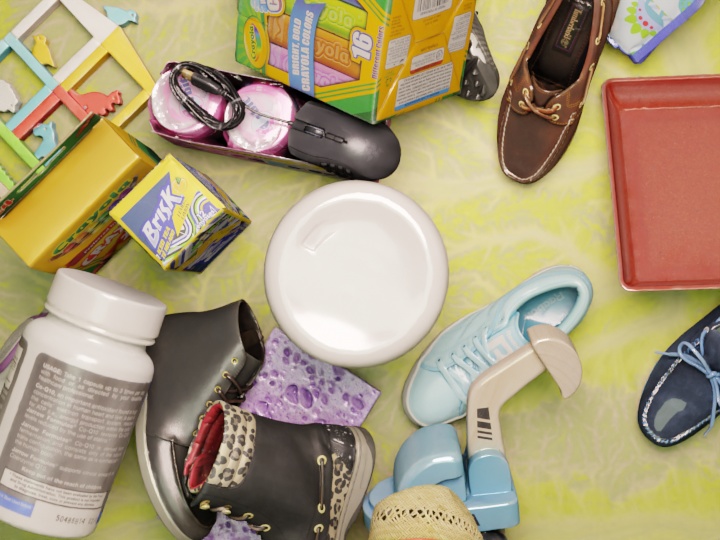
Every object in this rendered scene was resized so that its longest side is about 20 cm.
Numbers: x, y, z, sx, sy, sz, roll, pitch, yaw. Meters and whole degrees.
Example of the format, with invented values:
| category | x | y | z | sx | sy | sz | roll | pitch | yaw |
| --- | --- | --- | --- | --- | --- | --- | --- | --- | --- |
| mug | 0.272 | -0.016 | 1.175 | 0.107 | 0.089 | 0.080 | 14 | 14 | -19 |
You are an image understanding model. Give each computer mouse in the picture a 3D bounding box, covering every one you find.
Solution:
| category | x | y | z | sx | sy | sz | roll | pitch | yaw |
| --- | --- | --- | --- | --- | --- | --- | --- | --- | --- |
| computer mouse | -0.062 | -0.122 | 1.166 | 0.199 | 0.034 | 0.059 | 19 | 92 | 2 |

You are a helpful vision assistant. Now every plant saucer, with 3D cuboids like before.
| category | x | y | z | sx | sy | sz | roll | pitch | yaw |
| --- | --- | --- | --- | --- | --- | --- | --- | --- | --- |
| plant saucer | 0.310 | -0.072 | 1.238 | 0.199 | 0.037 | 0.201 | -2 | 68 | 2 |

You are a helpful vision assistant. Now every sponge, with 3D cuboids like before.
| category | x | y | z | sx | sy | sz | roll | pitch | yaw |
| --- | --- | --- | --- | --- | --- | --- | --- | --- | --- |
| sponge | -0.080 | 0.162 | 1.283 | 0.111 | 0.030 | 0.200 | 32 | 91 | 2 |

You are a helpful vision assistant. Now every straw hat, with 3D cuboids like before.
| category | x | y | z | sx | sy | sz | roll | pitch | yaw |
| --- | --- | --- | --- | --- | --- | --- | --- | --- | --- |
| straw hat | 0.051 | 0.215 | 1.137 | 0.200 | 0.201 | 0.085 | 3 | 54 | 2 |

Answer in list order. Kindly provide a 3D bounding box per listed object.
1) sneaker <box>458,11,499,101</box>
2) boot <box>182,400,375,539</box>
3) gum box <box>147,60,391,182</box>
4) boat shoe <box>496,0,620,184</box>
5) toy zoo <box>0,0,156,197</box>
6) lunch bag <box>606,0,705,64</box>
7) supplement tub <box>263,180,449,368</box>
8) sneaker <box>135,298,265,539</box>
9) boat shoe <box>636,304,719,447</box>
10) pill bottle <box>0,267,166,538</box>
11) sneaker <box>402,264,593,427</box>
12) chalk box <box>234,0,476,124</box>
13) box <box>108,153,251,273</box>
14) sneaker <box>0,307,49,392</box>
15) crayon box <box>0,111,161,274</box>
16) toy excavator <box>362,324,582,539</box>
| category | x | y | z | sx | sy | sz | roll | pitch | yaw |
| --- | --- | --- | --- | --- | --- | --- | --- | --- | --- |
| sneaker | 0.072 | -0.240 | 1.250 | 0.090 | 0.066 | 0.200 | -30 | 83 | -32 |
| boot | -0.085 | 0.211 | 1.206 | 0.153 | 0.073 | 0.204 | 19 | 91 | -32 |
| gum box | -0.077 | -0.126 | 1.241 | 0.199 | 0.114 | 0.066 | 11 | 90 | 2 |
| boat shoe | 0.159 | -0.161 | 1.223 | 0.070 | 0.070 | 0.201 | 21 | 115 | 10 |
| toy zoo | -0.271 | -0.160 | 1.294 | 0.200 | 0.020 | 0.131 | -43 | 89 | 2 |
| lunch bag | 0.245 | -0.302 | 1.232 | 0.170 | 0.127 | 0.200 | 44 | 106 | -1 |
| supplement tub | 0.000 | 0.000 | 1.194 | 0.144 | 0.200 | 0.145 | 0 | 92 | 3 |
| sneaker | -0.129 | 0.124 | 1.232 | 0.106 | 0.075 | 0.201 | -17 | 72 | 19 |
| boat shoe | 0.310 | 0.067 | 1.249 | 0.084 | 0.069 | 0.200 | 37 | 91 | 2 |
| pill bottle | -0.237 | 0.107 | 1.194 | 0.113 | 0.114 | 0.201 | 21 | 93 | 2 |
| sneaker | 0.115 | 0.062 | 1.250 | 0.200 | 0.082 | 0.074 | -42 | 88 | 1 |
| chalk box | -0.020 | -0.220 | 1.186 | 0.200 | 0.125 | 0.124 | 28 | 125 | 32 |
| box | -0.144 | -0.043 | 1.200 | 0.070 | 0.200 | 0.064 | -45 | 88 | 1 |
| sneaker | -0.286 | 0.118 | 1.281 | 0.099 | 0.075 | 0.200 | 31 | 91 | -17 |
| crayon box | -0.225 | -0.056 | 1.201 | 0.127 | 0.200 | 0.051 | -44 | 83 | 2 |
| toy excavator | 0.093 | 0.154 | 1.212 | 0.194 | 0.100 | 0.201 | -8 | 109 | 2 |
